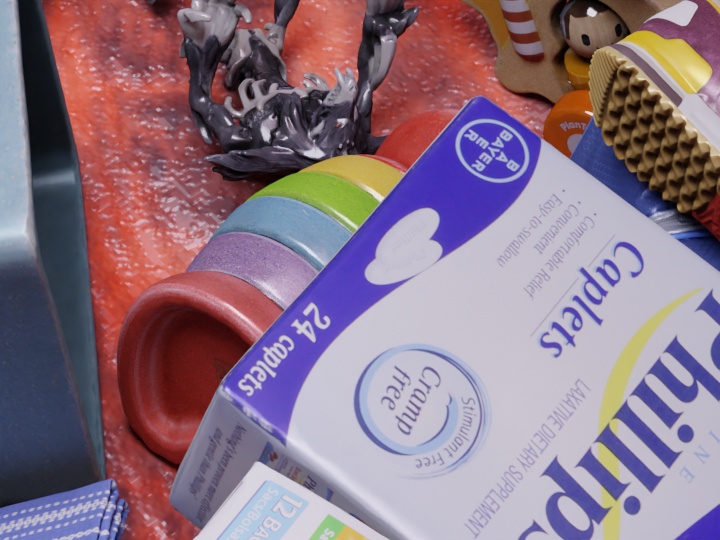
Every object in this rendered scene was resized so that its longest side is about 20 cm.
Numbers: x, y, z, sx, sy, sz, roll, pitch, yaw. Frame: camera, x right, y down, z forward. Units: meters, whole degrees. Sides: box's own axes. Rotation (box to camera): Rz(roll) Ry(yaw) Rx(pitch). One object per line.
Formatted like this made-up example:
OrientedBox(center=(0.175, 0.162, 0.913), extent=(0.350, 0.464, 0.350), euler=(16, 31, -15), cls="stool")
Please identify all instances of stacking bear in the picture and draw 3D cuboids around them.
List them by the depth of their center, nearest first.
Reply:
OrientedBox(center=(0.000, 0.000, 1.148), extent=(0.121, 0.114, 0.200), euler=(23, 47, 30), cls="stacking bear")

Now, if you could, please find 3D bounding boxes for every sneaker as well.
OrientedBox(center=(0.182, -0.036, 1.037), extent=(0.090, 0.075, 0.200), euler=(-31, 67, -20), cls="sneaker")

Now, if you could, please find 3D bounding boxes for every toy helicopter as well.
OrientedBox(center=(0.074, -0.141, 1.251), extent=(0.200, 0.132, 0.079), euler=(28, 55, 14), cls="toy helicopter")

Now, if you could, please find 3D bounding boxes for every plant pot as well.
OrientedBox(center=(-0.223, -0.017, 1.094), extent=(0.199, 0.196, 0.197), euler=(-8, 54, -1), cls="plant pot")

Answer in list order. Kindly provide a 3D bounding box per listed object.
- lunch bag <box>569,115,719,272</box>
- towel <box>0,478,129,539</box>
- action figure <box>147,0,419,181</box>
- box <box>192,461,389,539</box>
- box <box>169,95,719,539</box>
OrientedBox(center=(0.172, 0.007, 1.139), extent=(0.199, 0.136, 0.133), euler=(2, 52, -18), cls="lunch bag")
OrientedBox(center=(-0.165, 0.154, 0.994), extent=(0.144, 0.024, 0.200), euler=(-15, 24, 9), cls="towel")
OrientedBox(center=(-0.039, -0.112, 1.236), extent=(0.119, 0.102, 0.200), euler=(-12, 54, -30), cls="action figure")
OrientedBox(center=(-0.034, 0.182, 0.955), extent=(0.101, 0.200, 0.113), euler=(30, 55, 15), cls="box")
OrientedBox(center=(0.063, 0.068, 0.999), extent=(0.200, 0.105, 0.184), euler=(37, 57, 7), cls="box")
